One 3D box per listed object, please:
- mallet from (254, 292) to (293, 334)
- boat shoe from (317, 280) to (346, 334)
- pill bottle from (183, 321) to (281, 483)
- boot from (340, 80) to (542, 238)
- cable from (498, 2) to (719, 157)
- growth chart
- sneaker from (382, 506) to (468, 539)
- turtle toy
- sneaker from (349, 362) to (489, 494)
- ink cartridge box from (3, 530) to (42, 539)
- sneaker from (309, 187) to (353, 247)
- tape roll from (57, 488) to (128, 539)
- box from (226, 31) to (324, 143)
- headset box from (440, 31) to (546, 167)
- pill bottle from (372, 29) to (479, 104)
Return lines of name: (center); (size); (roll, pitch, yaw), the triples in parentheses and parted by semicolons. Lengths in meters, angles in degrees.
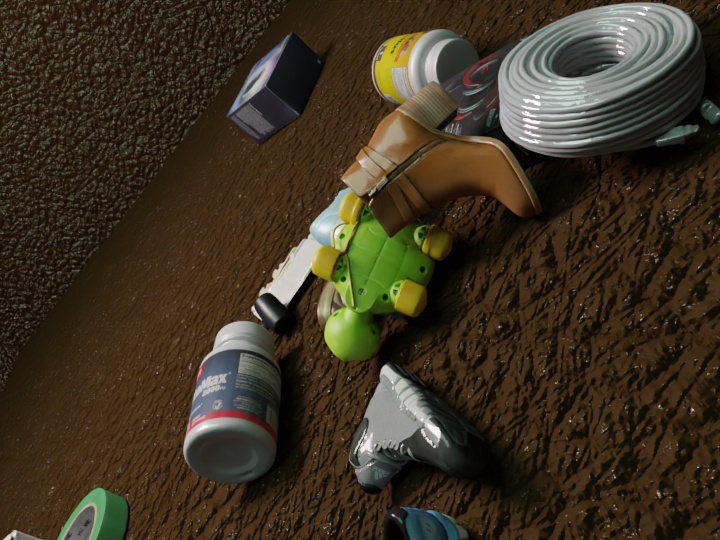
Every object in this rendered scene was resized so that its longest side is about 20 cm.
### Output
mallet: (-0.183, 0.124, 1.055); (0.201, 0.041, 0.066); (-50, 56, 17)
boat shoe: (0.000, 0.000, 0.896); (0.071, 0.073, 0.202); (-9, 43, 27)
pill bottle: (-0.168, 0.172, 0.905); (0.119, 0.119, 0.202); (-40, 30, 25)
boot: (0.087, -0.090, 0.732); (0.155, 0.200, 0.074); (-44, -17, 2)
cable: (0.232, -0.191, 0.655); (0.196, 0.070, 0.202); (-13, 41, 19)
growth chart: (-0.113, 0.006, 1.112); (0.201, 0.018, 0.145); (-54, 27, 1)
sneaker: (0.015, 0.282, 0.517); (0.078, 0.089, 0.203); (-14, 48, 51)
turtle toy: (0.017, 0.011, 0.788); (0.101, 0.144, 0.202); (81, -146, -68)
sneaker: (0.045, 0.174, 0.625); (0.117, 0.074, 0.200); (-59, 17, 2)
ink cartridge box: (-0.411, 0.461, 0.879); (0.085, 0.199, 0.147); (-39, 30, 25)
sneaker: (0.007, -0.099, 0.900); (0.081, 0.075, 0.199); (23, 47, 33)
tape roll: (-0.470, 0.478, 1.122); (0.200, 0.048, 0.202); (-38, 31, 28)
box: (-0.220, -0.470, 1.708); (0.197, 0.123, 0.203); (-19, 44, 47)
headset box: (0.148, -0.187, 0.847); (0.198, 0.075, 0.151); (-17, 46, 50)
pill bottle: (0.101, -0.312, 1.026); (0.110, 0.109, 0.200); (-55, 27, -2)
